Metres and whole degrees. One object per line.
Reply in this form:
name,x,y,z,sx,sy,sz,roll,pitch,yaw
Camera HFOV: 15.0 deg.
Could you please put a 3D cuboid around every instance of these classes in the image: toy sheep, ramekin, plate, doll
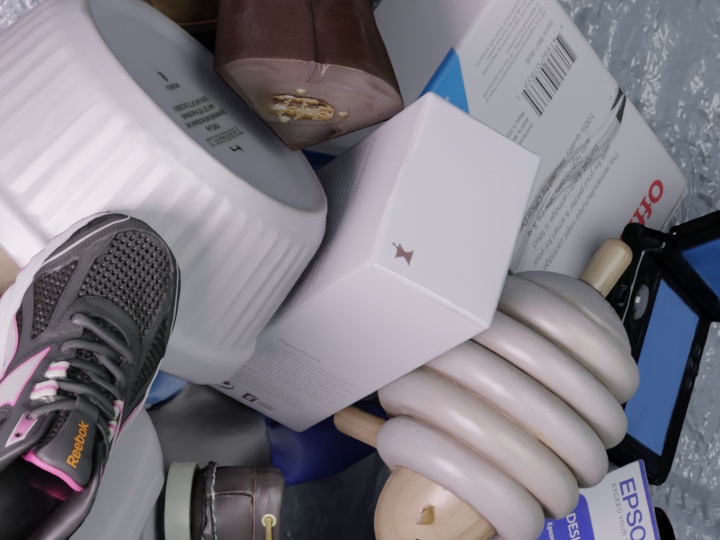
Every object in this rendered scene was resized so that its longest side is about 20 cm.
toy sheep,0.073,0.064,1.385,0.138,0.138,0.200,36,81,-26
ramekin,-0.104,-0.050,1.299,0.202,0.202,0.094,37,105,-26
plate,-0.117,0.185,1.308,0.032,0.200,0.201,3,110,6
doll,-0.065,0.092,1.442,0.200,0.048,0.137,-15,93,-31

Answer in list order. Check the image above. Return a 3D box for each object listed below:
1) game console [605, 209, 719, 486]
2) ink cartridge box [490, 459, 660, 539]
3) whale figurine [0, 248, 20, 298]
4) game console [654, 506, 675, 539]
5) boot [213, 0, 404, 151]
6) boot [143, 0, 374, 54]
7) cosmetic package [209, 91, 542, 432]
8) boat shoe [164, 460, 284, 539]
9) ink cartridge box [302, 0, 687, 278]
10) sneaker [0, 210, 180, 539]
game console,0.211,0.036,1.518,0.200,0.116,0.176,35,70,-68
ink cartridge box,0.081,0.221,1.451,0.200,0.047,0.198,-18,101,-33
whale figurine,-0.208,0.017,1.342,0.200,0.104,0.159,27,84,-4
game console,0.106,0.242,1.509,0.200,0.031,0.177,-19,101,-30
boot,-0.073,-0.150,1.360,0.186,0.064,0.200,7,48,-13
boot,-0.097,-0.134,1.431,0.200,0.074,0.076,-21,68,-24
cosmetic package,0.000,0.000,1.359,0.071,0.200,0.102,29,62,-18
boat shoe,-0.054,0.175,1.390,0.072,0.060,0.202,-87,170,-46
ink cartridge box,0.073,-0.057,1.486,0.145,0.084,0.200,-56,130,-19
sneaker,-0.128,0.070,1.162,0.080,0.086,0.200,30,75,-23
